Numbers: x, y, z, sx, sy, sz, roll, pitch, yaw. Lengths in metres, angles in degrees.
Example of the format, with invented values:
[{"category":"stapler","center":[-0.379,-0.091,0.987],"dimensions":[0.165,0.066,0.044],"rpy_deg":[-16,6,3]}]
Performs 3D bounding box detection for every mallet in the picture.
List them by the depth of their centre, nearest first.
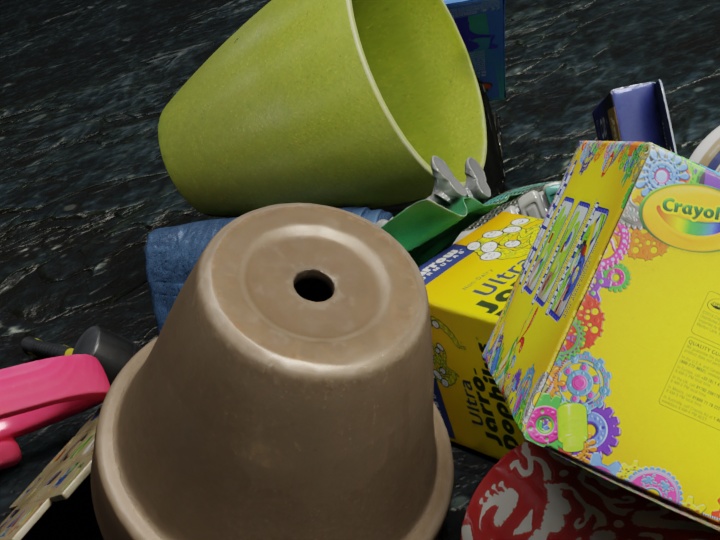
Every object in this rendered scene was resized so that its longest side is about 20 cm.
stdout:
[{"category":"mallet","center":[-0.226,0.063,1.129],"dimensions":[0.200,0.066,0.041],"rpy_deg":[8,70,50]}]

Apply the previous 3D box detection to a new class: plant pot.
[{"category":"plant pot","center":[-0.035,0.065,0.759],"dimensions":[0.199,0.175,0.201],"rpy_deg":[7,47,-8]},{"category":"plant pot","center":[-0.041,-0.114,1.054],"dimensions":[0.199,0.188,0.187],"rpy_deg":[-21,21,26]}]

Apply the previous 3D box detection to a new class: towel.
[{"category":"towel","center":[-0.061,0.015,1.048],"dimensions":[0.199,0.112,0.049],"rpy_deg":[-4,16,27]}]

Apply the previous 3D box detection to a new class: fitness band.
[{"category":"fitness band","center":[-0.262,0.105,0.980],"dimensions":[0.199,0.038,0.144],"rpy_deg":[-16,-17,-37]}]

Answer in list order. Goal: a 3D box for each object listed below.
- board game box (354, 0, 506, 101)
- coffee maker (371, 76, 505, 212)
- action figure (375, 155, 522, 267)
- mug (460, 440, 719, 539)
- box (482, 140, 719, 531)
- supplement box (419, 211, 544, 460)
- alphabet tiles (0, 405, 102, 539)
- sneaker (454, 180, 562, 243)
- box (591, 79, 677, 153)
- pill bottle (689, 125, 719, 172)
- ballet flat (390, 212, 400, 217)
[{"category":"board game box","center":[0.042,-0.186,1.199],"dimensions":[0.151,0.045,0.200],"rpy_deg":[-9,-18,2]},{"category":"coffee maker","center":[0.013,-0.082,1.215],"dimensions":[0.199,0.135,0.192],"rpy_deg":[-12,-16,13]},{"category":"action figure","center":[0.000,0.000,0.948],"dimensions":[0.200,0.055,0.118],"rpy_deg":[-39,-21,29]},{"category":"mug","center":[0.138,0.163,0.624],"dimensions":[0.134,0.177,0.200],"rpy_deg":[-56,21,5]},{"category":"box","center":[0.171,0.039,0.630],"dimensions":[0.199,0.122,0.193],"rpy_deg":[24,5,-2]},{"category":"supplement box","center":[0.126,0.048,0.849],"dimensions":[0.109,0.110,0.200],"rpy_deg":[-32,27,-29]},{"category":"alphabet tiles","center":[-0.166,0.102,0.953],"dimensions":[0.200,0.006,0.166],"rpy_deg":[-50,10,-25]},{"category":"sneaker","center":[0.093,-0.015,1.046],"dimensions":[0.199,0.078,0.091],"rpy_deg":[-19,11,27]},{"category":"box","center":[0.177,-0.052,0.925],"dimensions":[0.032,0.122,0.200],"rpy_deg":[-11,1,4]},{"category":"pill bottle","center":[0.281,-0.011,0.850],"dimensions":[0.111,0.111,0.200],"rpy_deg":[-25,33,-13]},{"category":"ballet flat","center":[-0.043,0.013,1.115],"dimensions":[0.199,0.068,0.073],"rpy_deg":[-12,45,15]}]
